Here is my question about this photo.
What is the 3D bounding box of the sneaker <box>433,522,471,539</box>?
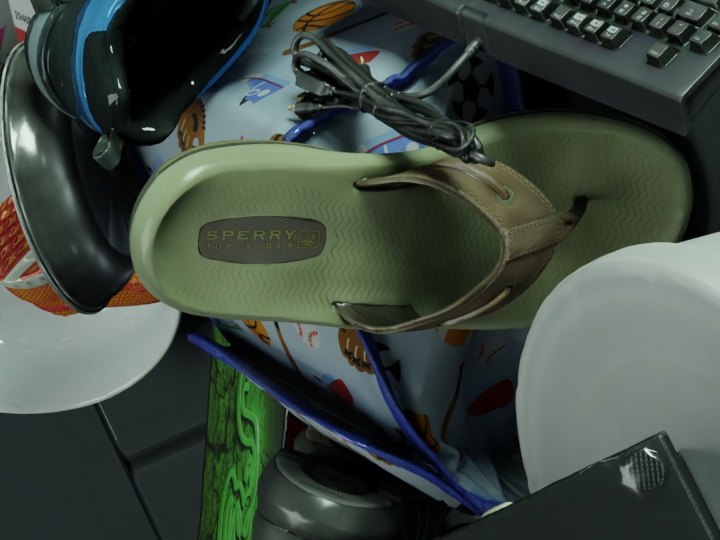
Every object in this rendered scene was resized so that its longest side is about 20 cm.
[{"bbox_3d":[0.068,0.212,0.940,0.080,0.088,0.201,-12,100,63],"label":"sneaker"}]

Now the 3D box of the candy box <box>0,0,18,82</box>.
[{"bbox_3d":[-0.259,-0.103,1.124,0.072,0.200,0.168,53,150,23],"label":"candy box"}]

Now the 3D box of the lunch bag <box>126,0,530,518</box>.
[{"bbox_3d":[0.000,0.000,0.853,0.170,0.124,0.200,25,142,57],"label":"lunch bag"}]

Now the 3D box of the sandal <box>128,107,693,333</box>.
[{"bbox_3d":[0.022,-0.008,0.727,0.057,0.200,0.080,-132,39,-64],"label":"sandal"}]

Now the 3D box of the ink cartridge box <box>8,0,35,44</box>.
[{"bbox_3d":[-0.099,-0.158,0.933,0.144,0.084,0.201,26,133,50],"label":"ink cartridge box"}]

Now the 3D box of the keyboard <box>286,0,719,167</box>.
[{"bbox_3d":[0.045,-0.088,0.709,0.200,0.127,0.021,29,166,48],"label":"keyboard"}]

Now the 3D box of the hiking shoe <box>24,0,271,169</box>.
[{"bbox_3d":[-0.043,-0.130,0.784,0.200,0.074,0.087,-58,34,8],"label":"hiking shoe"}]

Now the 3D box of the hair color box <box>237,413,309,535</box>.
[{"bbox_3d":[-0.020,0.181,1.008,0.111,0.064,0.201,120,148,-57],"label":"hair color box"}]

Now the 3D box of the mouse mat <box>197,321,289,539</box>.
[{"bbox_3d":[-0.058,0.093,1.026,0.161,0.008,0.201,-164,76,-73],"label":"mouse mat"}]

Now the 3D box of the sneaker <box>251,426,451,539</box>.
[{"bbox_3d":[-0.010,0.113,0.902,0.075,0.200,0.079,19,95,15],"label":"sneaker"}]

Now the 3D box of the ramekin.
[{"bbox_3d":[0.149,0.074,0.684,0.202,0.094,0.203,40,143,39],"label":"ramekin"}]

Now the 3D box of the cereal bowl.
[{"bbox_3d":[-0.186,-0.020,1.122,0.083,0.199,0.200,-85,1,-46],"label":"cereal bowl"}]

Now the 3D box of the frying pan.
[{"bbox_3d":[-0.117,-0.070,0.890,0.115,0.031,0.190,61,-158,-50],"label":"frying pan"}]

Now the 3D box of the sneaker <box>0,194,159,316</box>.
[{"bbox_3d":[-0.086,-0.022,1.009,0.200,0.077,0.073,-8,66,33],"label":"sneaker"}]

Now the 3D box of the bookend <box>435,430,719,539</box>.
[{"bbox_3d":[0.043,0.118,0.676,0.200,0.199,0.092,-28,87,18],"label":"bookend"}]
